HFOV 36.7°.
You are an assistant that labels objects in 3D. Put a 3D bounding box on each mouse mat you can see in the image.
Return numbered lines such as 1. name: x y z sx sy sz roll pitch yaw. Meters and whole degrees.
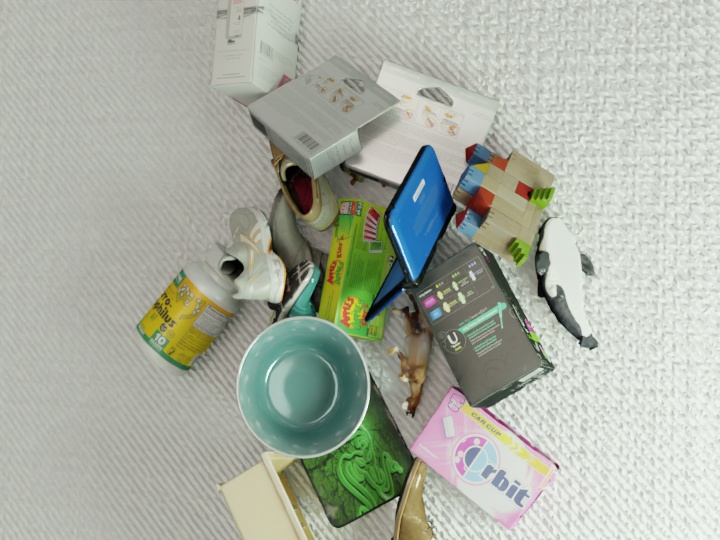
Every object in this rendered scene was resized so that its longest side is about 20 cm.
1. mouse mat: -0.015 0.270 1.661 0.159 0.008 0.202 -26 76 -10

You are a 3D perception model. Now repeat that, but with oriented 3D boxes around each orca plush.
1. orca plush: 0.298 0.027 1.614 0.104 0.071 0.203 -20 80 -33

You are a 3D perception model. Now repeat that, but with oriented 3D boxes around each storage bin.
1. storage bin: -0.103 0.380 1.600 0.093 0.198 0.202 -30 75 8

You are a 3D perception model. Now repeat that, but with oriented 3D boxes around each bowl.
1. bowl: -0.087 0.175 1.618 0.196 0.105 0.205 1 82 -5

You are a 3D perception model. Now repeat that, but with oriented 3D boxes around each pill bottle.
1. pill bottle: -0.264 0.059 1.738 0.113 0.113 0.201 42 96 17

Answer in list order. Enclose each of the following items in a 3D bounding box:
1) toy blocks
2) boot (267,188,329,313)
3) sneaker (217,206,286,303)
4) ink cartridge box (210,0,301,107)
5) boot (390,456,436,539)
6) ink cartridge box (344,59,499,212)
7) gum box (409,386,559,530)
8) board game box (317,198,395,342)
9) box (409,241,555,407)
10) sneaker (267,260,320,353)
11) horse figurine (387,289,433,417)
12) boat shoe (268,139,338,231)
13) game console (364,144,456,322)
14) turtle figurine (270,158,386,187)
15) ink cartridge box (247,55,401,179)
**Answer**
1. toy blocks: 0.197 -0.108 1.574 0.135 0.100 0.202 29 52 -5
2. boot: -0.078 -0.026 1.715 0.128 0.068 0.204 4 100 14
3. sneaker: -0.182 -0.030 1.666 0.201 0.090 0.077 -119 37 -45
4. ink cartridge box: -0.165 -0.376 1.750 0.081 0.146 0.205 1 82 24
5. boot: 0.084 0.374 1.605 0.074 0.074 0.204 12 105 9
6. ink cartridge box: 0.095 -0.207 1.674 0.197 0.044 0.177 20 84 4
7. gum box: 0.185 0.278 1.596 0.199 0.066 0.114 37 95 18
8. board game box: 0.000 0.000 1.669 0.047 0.100 0.204 4 82 51
9. box: 0.177 0.082 1.583 0.123 0.148 0.202 -31 75 11
10. sneaker: -0.097 0.073 1.684 0.078 0.078 0.203 14 120 -12
11. horse figurine: 0.078 0.107 1.636 0.049 0.133 0.204 -4 68 21
12. boat shoe: -0.096 -0.155 1.673 0.074 0.066 0.202 -38 62 18
13. game console: 0.054 -0.054 1.568 0.116 0.201 0.173 -7 123 29
14. turtle figurine: -0.057 -0.184 1.734 0.160 0.064 0.202 -35 74 9
15. ink cartridge box: -0.055 -0.239 1.661 0.172 0.044 0.200 -32 44 -16
